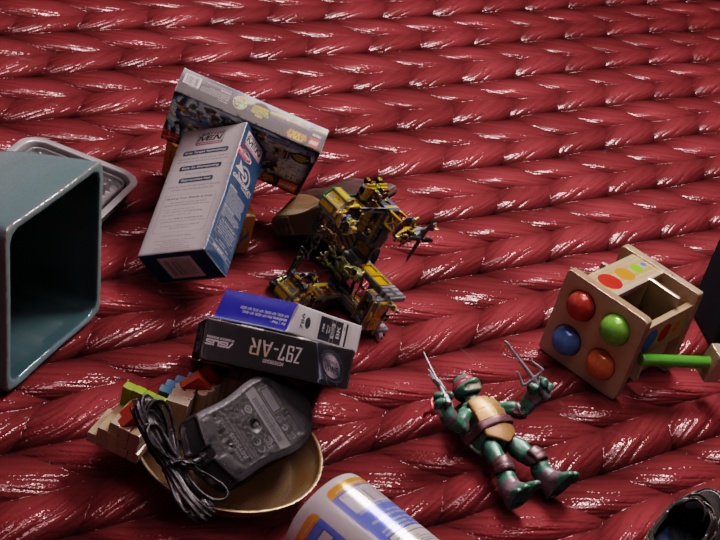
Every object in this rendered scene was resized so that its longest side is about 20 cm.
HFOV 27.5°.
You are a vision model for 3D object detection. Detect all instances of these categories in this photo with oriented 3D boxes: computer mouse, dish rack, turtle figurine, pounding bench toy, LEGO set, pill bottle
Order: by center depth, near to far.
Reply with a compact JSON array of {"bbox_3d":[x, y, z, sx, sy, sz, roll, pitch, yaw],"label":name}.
[{"bbox_3d":[0.032,0.291,1.382,0.200,0.112,0.112,36,36,27],"label":"pill bottle"},{"bbox_3d":[-0.134,0.167,1.472,0.200,0.053,0.139,-20,75,-43],"label":"computer mouse"},{"bbox_3d":[0.152,0.168,1.649,0.149,0.101,0.200,-19,60,-24],"label":"turtle figurine"},{"bbox_3d":[0.000,0.000,1.773,0.116,0.200,0.153,45,22,31],"label":"LEGO set"},{"bbox_3d":[-0.391,-0.093,1.852,0.171,0.044,0.200,21,31,7],"label":"dish rack"},{"bbox_3d":[0.352,0.085,1.852,0.200,0.125,0.156,36,36,29],"label":"pounding bench toy"},{"bbox_3d":[-0.043,-0.011,1.900,0.059,0.034,0.200,34,35,24],"label":"computer mouse"}]

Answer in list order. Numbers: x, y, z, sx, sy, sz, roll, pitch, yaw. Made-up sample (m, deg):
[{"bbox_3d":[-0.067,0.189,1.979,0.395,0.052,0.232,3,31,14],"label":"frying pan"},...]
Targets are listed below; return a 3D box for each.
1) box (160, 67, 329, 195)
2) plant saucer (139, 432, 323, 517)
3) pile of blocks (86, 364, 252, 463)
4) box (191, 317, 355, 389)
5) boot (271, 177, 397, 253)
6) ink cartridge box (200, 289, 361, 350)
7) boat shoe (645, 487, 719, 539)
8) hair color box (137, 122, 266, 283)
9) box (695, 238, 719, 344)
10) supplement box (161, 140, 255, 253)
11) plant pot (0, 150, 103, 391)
[{"bbox_3d":[-0.152,-0.175,1.892,0.199,0.137,0.040,23,66,-6],"label":"box"},{"bbox_3d":[-0.139,0.194,1.526,0.199,0.036,0.201,12,32,-7],"label":"plant saucer"},{"bbox_3d":[-0.191,0.126,1.514,0.082,0.062,0.200,37,36,29],"label":"pile of blocks"},{"bbox_3d":[-0.099,0.090,1.598,0.159,0.044,0.200,12,-5,-9],"label":"box"},{"bbox_3d":[-0.003,-0.086,1.943,0.199,0.073,0.166,7,27,41],"label":"boot"},{"bbox_3d":[-0.086,0.056,1.654,0.099,0.039,0.200,10,-5,27],"label":"ink cartridge box"},{"bbox_3d":[0.356,0.278,1.604,0.070,0.067,0.200,34,35,26],"label":"boat shoe"},{"bbox_3d":[-0.192,-0.083,1.807,0.100,0.061,0.201,-5,52,27],"label":"hair color box"},{"bbox_3d":[0.586,0.017,2.019,0.199,0.183,0.104,8,32,-14],"label":"box"},{"bbox_3d":[-0.203,-0.102,1.937,0.066,0.069,0.200,-1,34,-26],"label":"supplement box"},{"bbox_3d":[-0.415,-0.022,1.594,0.199,0.197,0.196,16,30,15],"label":"plant pot"}]
